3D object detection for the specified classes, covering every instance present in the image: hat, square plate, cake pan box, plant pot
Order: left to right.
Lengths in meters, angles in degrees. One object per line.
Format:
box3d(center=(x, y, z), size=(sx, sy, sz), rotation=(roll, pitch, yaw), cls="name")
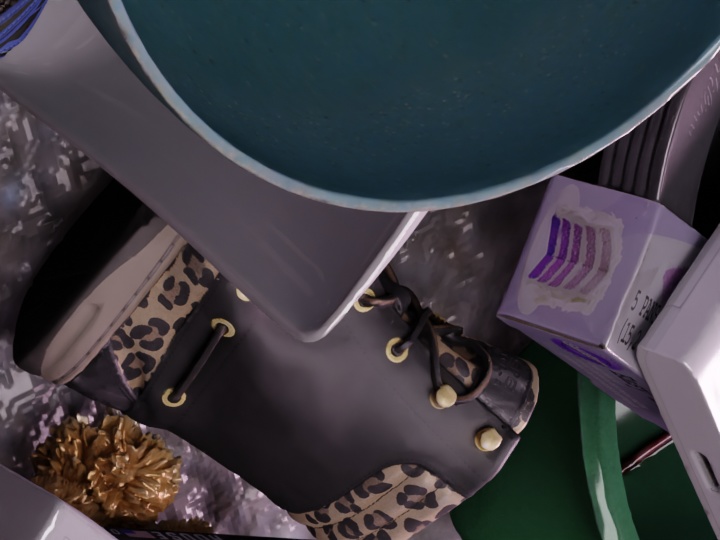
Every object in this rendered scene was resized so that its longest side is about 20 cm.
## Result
box3d(center=(-0.004, -0.131, 0.622), size=(0.199, 0.135, 0.201), rotation=(-17, 122, -28), cls="plant pot")
box3d(center=(-0.002, -0.094, 0.857), size=(0.198, 0.200, 0.028), rotation=(-51, 135, -1), cls="square plate")
box3d(center=(0.048, 0.076, 1.087), size=(0.166, 0.175, 0.201), rotation=(53, 42, -39), cls="hat")
box3d(center=(0.139, -0.035, 0.981), size=(0.200, 0.052, 0.185), rotation=(34, 76, -52), cls="cake pan box")

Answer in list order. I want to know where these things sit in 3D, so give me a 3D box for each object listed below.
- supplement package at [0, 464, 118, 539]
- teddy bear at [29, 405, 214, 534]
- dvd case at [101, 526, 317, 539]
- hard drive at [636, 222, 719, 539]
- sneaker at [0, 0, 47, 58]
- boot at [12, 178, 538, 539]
box3d(center=(-0.087, 0.147, 0.865), size=(0.200, 0.117, 0.117), rotation=(43, 75, -38), cls="supplement package")
box3d(center=(-0.130, 0.135, 0.967), size=(0.199, 0.067, 0.146), rotation=(-23, 127, -24), cls="teddy bear")
box3d(center=(-0.099, 0.159, 0.951), size=(0.199, 0.025, 0.151), rotation=(8, 99, -38), cls="dvd case")
box3d(center=(0.170, -0.007, 0.970), size=(0.200, 0.026, 0.132), rotation=(-54, 140, -23), cls="hard drive")
box3d(center=(-0.163, -0.074, 0.759), size=(0.199, 0.078, 0.076), rotation=(-13, 84, -37), cls="sneaker")
box3d(center=(0.000, 0.000, 0.936), size=(0.150, 0.073, 0.200), rotation=(38, 111, -22), cls="boot")
